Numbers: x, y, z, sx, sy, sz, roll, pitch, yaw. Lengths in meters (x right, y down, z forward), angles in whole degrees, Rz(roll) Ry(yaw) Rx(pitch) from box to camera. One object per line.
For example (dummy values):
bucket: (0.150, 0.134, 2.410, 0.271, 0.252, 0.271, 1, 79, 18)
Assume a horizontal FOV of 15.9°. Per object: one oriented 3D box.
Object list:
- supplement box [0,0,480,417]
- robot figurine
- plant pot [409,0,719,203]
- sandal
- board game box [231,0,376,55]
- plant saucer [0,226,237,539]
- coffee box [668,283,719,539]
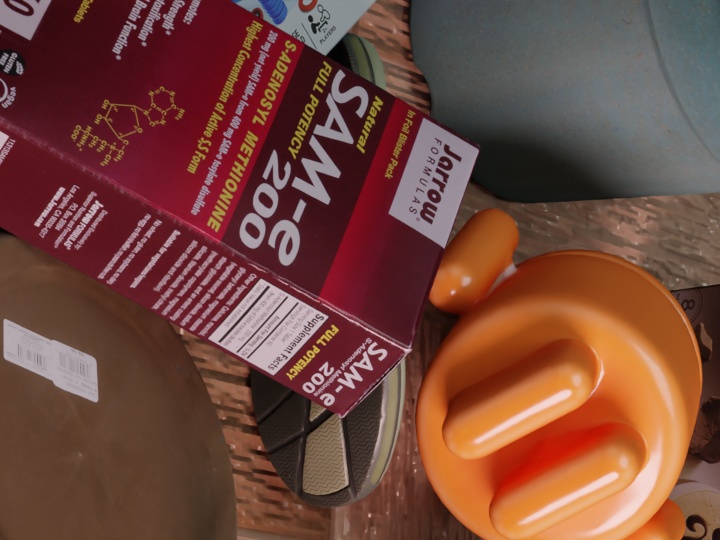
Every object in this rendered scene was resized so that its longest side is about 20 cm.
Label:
supplement box: (-0.064, -0.044, 0.964, 0.200, 0.061, 0.109, 29, 51, -12)
robot figurine: (0.088, 0.052, 1.117, 0.200, 0.144, 0.117, -43, 154, -75)
plant pot: (0.141, -0.116, 1.169, 0.200, 0.196, 0.200, 10, 77, -47)
sandal: (0.001, -0.001, 1.081, 0.057, 0.080, 0.201, 15, 72, -43)
board game box: (-0.058, -0.188, 1.066, 0.200, 0.056, 0.196, -51, 121, -40)
plant saucer: (-0.109, 0.069, 0.947, 0.200, 0.029, 0.200, 35, 43, -41)
coffee box: (0.188, 0.110, 1.246, 0.080, 0.113, 0.200, 24, 67, -43)
